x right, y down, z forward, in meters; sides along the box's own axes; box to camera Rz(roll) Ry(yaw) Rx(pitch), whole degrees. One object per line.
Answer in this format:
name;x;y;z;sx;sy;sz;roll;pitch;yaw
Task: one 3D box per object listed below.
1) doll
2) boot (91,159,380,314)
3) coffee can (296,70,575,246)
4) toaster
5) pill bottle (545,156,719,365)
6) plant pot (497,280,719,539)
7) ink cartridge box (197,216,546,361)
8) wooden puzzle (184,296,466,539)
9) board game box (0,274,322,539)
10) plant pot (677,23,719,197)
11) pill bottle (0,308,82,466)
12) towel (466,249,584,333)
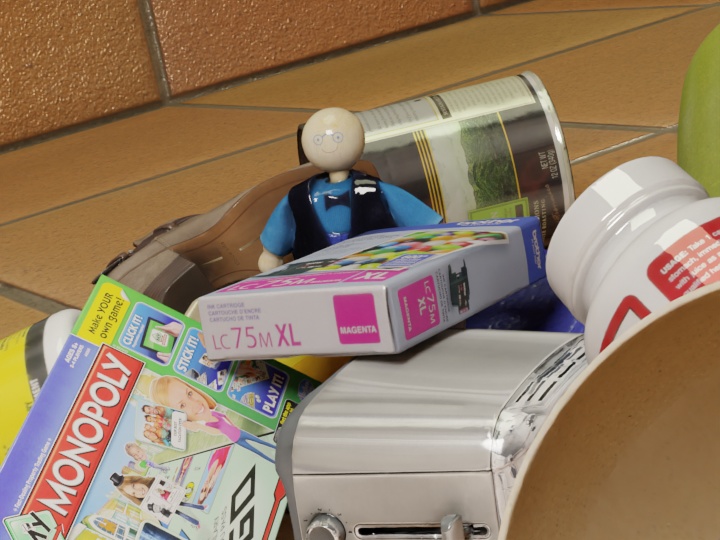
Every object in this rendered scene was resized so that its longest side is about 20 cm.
doll;0.000;0.000;1.071;0.135;0.203;0.048;-9;4;19
boot;-0.095;-0.020;1.183;0.199;0.071;0.146;-31;16;-18
coffee can;0.060;-0.071;1.428;0.198;0.148;0.146;-14;13;-7
toaster;0.056;0.093;0.850;0.128;0.115;0.200;-1;15;28
pill bottle;0.171;0.041;0.770;0.111;0.113;0.200;-18;47;-24
plant pot;0.160;0.115;0.561;0.198;0.203;0.134;-3;-20;34
ink cartridge box;0.018;0.005;0.932;0.118;0.043;0.199;-4;8;34
wooden puzzle;-0.058;0.080;0.992;0.198;0.037;0.186;1;47;36
board game box;-0.101;0.098;0.847;0.133;0.029;0.201;27;37;-7
plant pot;0.286;-0.059;1.156;0.185;0.189;0.200;-6;28;26
pill bottle;-0.218;0.112;0.955;0.198;0.115;0.114;-26;12;9
towel;0.126;0.054;0.982;0.198;0.050;0.148;3;50;43
